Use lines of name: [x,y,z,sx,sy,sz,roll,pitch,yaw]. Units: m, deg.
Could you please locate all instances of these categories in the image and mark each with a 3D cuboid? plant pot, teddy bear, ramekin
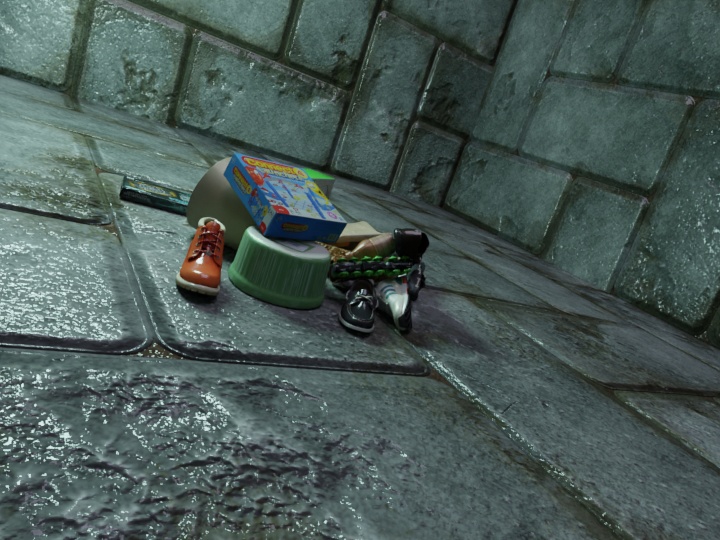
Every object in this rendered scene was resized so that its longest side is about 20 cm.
plant pot: [-0.249,-0.114,1.247,0.199,0.189,0.187,37,18,13]
teddy bear: [-0.100,-0.035,1.374,0.196,0.068,0.145,17,3,15]
ramekin: [-0.153,-0.013,1.105,0.196,0.100,0.200,19,14,-5]

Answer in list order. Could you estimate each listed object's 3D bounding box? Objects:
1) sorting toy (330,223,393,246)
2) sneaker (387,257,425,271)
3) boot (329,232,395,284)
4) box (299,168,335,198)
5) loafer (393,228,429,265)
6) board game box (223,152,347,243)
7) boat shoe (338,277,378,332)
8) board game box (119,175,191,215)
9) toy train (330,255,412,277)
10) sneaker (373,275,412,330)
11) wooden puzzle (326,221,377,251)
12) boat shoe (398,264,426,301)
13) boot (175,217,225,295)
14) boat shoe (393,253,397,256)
sorting toy: [-0.039,-0.094,1.488,0.182,0.037,0.199,-5,15,-35]
sneaker: [0.106,-0.009,1.518,0.070,0.074,0.198,31,17,31]
boot: [0.000,0.000,1.303,0.152,0.202,0.074,-25,58,-16]
box: [-0.171,-0.193,1.603,0.095,0.180,0.200,21,13,15]
loafer: [0.125,-0.050,1.290,0.070,0.075,0.200,-5,-7,13]
board game box: [-0.154,-0.148,1.166,0.198,0.056,0.197,3,41,-49]
boat shoe: [0.002,0.065,1.111,0.072,0.061,0.200,20,14,0]
board game box: [-0.498,-0.184,1.413,0.196,0.029,0.135,15,15,-25]
toy train: [0.023,-0.005,1.204,0.196,0.043,0.056,-3,-14,-30]
sneaker: [0.061,0.072,1.198,0.091,0.072,0.201,-6,23,5]
wooden puzzle: [-0.026,-0.082,1.587,0.196,0.038,0.185,-8,30,-24]
boat shoe: [0.131,0.026,1.388,0.059,0.075,0.200,18,15,11]
boot: [-0.273,-0.028,0.983,0.074,0.109,0.200,16,16,-21]
boat shoe: [0.111,-0.067,1.522,0.070,0.064,0.199,1,0,21]
